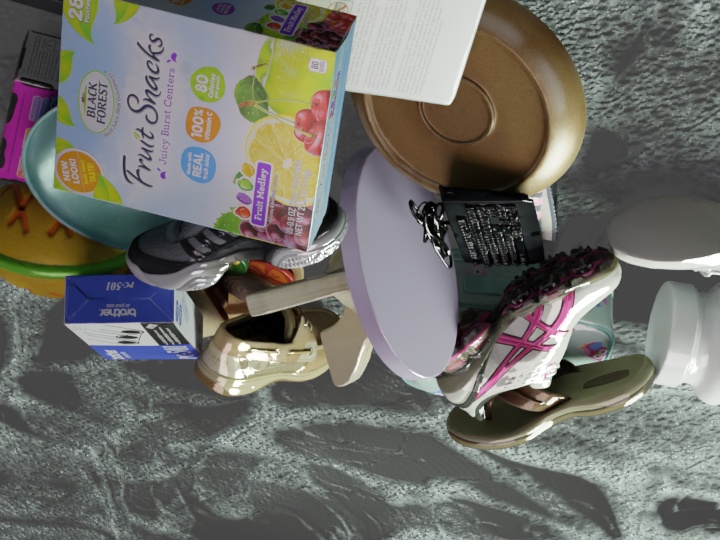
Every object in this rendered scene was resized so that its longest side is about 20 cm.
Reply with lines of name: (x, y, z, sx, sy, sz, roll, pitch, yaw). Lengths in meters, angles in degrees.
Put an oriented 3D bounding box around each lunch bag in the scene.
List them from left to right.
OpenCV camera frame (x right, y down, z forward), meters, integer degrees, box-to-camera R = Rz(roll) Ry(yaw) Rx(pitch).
lunch bag: (0.141, 0.053, 1.711, 0.198, 0.078, 0.161, 7, 141, -3)

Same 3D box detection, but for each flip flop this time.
flip flop: (0.168, 0.107, 1.659, 0.199, 0.081, 0.058, -17, 120, 23)

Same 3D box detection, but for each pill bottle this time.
pill bottle: (0.367, 0.073, 1.666, 0.198, 0.117, 0.116, 10, 146, -5)

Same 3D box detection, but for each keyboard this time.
keyboard: (0.097, -0.023, 1.516, 0.103, 0.040, 0.200, 5, 166, 11)

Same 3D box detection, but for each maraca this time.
maraca: (-0.288, -0.036, 1.616, 0.198, 0.137, 0.108, 9, 118, 8)

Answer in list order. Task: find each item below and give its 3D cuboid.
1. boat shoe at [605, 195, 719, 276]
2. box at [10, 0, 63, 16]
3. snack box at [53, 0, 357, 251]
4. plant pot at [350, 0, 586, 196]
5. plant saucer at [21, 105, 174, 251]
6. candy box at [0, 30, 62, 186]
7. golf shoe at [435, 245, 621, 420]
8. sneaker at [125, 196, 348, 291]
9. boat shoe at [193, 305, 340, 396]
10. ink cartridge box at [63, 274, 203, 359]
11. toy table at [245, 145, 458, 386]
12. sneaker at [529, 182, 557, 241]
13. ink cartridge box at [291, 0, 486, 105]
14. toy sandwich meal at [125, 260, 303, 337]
boat shoe: (0.314, -0.024, 1.585, 0.198, 0.072, 0.069, -8, 145, 5)
box: (-0.164, -0.245, 1.330, 0.198, 0.079, 0.141, 15, 141, -13)
snack box: (-0.115, -0.119, 1.307, 0.198, 0.068, 0.170, 14, 125, 7)
plant pot: (0.078, -0.131, 1.430, 0.198, 0.028, 0.201, 15, 131, 18)
plant saucer: (-0.175, -0.088, 1.489, 0.198, 0.036, 0.201, 3, 142, 2)
candy box: (-0.198, -0.115, 1.539, 0.198, 0.061, 0.137, 15, 143, -10)
golf shoe: (0.153, 0.054, 1.610, 0.199, 0.073, 0.092, -34, 107, 20)
sneaker: (-0.115, -0.053, 1.446, 0.198, 0.076, 0.114, -9, 130, 26)
boat shoe: (-0.072, 0.063, 1.708, 0.071, 0.200, 0.065, 36, 118, 21)
ink cartridge box: (-0.194, 0.043, 1.597, 0.093, 0.045, 0.200, -1, 169, 2)
toy table: (0.000, 0.000, 1.587, 0.116, 0.202, 0.183, -11, 174, 40)
sneaker: (0.120, -0.087, 1.517, 0.081, 0.071, 0.201, -2, 143, 9)
ink cartridge box: (0.008, -0.219, 1.304, 0.172, 0.044, 0.201, 7, 130, -13)
toy sandwich meal: (-0.153, 0.010, 1.706, 0.203, 0.071, 0.206, 5, 146, 3)
